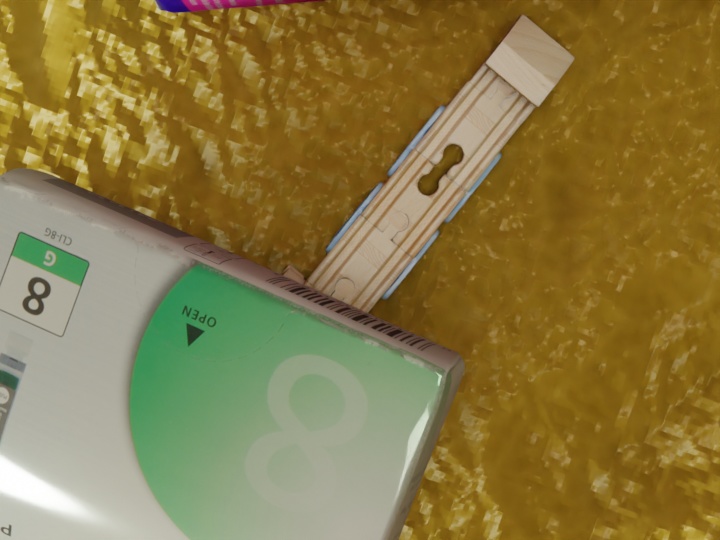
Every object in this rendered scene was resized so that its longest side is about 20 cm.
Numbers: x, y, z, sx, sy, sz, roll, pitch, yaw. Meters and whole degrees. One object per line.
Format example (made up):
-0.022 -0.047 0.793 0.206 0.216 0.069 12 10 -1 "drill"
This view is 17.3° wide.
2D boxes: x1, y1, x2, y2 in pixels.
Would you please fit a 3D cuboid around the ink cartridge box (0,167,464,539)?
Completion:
-0.074 0.089 0.760 0.160 0.050 0.201 23 96 11 "ink cartridge box"

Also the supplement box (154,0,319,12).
0.029 -0.141 0.742 0.198 0.103 0.102 -5 93 -2 "supplement box"

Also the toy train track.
0.000 0.000 0.785 0.115 0.033 0.200 39 91 -3 "toy train track"
